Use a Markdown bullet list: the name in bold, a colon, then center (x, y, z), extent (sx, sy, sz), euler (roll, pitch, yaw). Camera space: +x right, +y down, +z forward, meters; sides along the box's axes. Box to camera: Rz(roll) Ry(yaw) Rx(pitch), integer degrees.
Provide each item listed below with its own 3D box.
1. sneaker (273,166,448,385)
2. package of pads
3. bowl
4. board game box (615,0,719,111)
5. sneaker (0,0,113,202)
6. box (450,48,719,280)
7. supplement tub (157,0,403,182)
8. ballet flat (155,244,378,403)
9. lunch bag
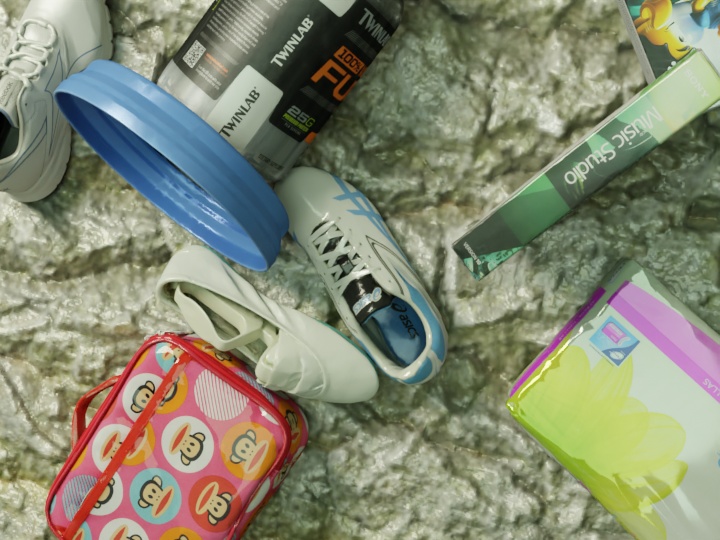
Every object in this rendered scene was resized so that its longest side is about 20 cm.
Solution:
- **sneaker**: center (0.000, 0.000, 0.788), extent (0.072, 0.072, 0.201), euler (-38, 85, 11)
- **package of pads**: center (0.223, 0.113, 0.758), extent (0.200, 0.068, 0.155), euler (42, 98, 6)
- **bowl**: center (-0.135, -0.077, 0.747), extent (0.200, 0.201, 0.040), euler (36, 77, 6)
- **board game box**: center (0.299, -0.203, 0.745), extent (0.198, 0.035, 0.128), euler (-23, 90, 10)
- **sneaker**: center (-0.259, -0.152, 0.816), extent (0.074, 0.087, 0.202), euler (17, 94, 10)
- **box**: center (0.161, -0.076, 0.701), extent (0.200, 0.144, 0.036), euler (-40, 88, 23)
- **supplement tub**: center (-0.051, -0.178, 0.761), extent (0.122, 0.122, 0.201), euler (39, 99, 5)
- **ballet flat**: center (-0.080, 0.054, 0.799), extent (0.199, 0.069, 0.070), euler (34, 98, 11)
- **lunch bag**: center (-0.157, 0.153, 0.822), extent (0.175, 0.082, 0.201), euler (35, 96, 10)
